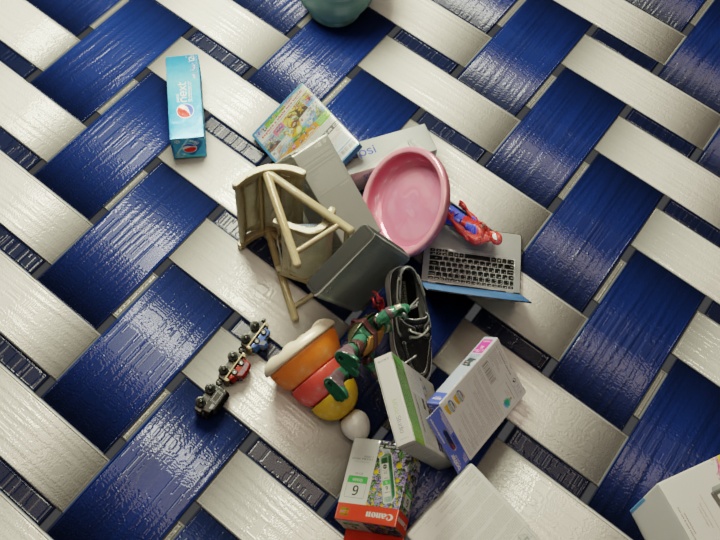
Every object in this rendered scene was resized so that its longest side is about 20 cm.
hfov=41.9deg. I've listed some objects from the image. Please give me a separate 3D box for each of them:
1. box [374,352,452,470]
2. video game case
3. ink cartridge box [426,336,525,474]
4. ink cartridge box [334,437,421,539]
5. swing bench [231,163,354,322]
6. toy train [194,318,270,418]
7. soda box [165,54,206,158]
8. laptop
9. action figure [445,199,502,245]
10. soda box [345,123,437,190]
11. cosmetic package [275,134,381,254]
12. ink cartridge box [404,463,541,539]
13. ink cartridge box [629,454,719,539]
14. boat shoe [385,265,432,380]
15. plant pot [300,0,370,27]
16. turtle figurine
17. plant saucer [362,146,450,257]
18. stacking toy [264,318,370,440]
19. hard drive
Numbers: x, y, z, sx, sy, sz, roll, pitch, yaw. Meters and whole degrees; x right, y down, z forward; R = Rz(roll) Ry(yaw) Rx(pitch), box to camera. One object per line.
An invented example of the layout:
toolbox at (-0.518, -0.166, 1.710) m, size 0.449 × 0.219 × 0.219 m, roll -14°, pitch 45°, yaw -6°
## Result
box at (0.087, 0.226, 1.484) m, size 0.036 × 0.200 × 0.147 m, roll -22°, pitch 62°, yaw 14°
video game case at (-0.104, -0.246, 1.780) m, size 0.143 × 0.018 × 0.200 m, roll -44°, pitch 61°, yaw 5°
ink cartridge box at (0.182, 0.218, 1.534) m, size 0.200 × 0.042 × 0.121 m, roll -44°, pitch 115°, yaw -31°
ink cartridge box at (0.022, 0.367, 1.460) m, size 0.107 × 0.051 × 0.203 m, roll 0°, pitch 57°, yaw 26°
swing bench at (-0.119, -0.060, 1.622) m, size 0.128 × 0.200 × 0.201 m, roll -31°, pitch 68°, yaw -20°
toy train at (-0.210, 0.164, 1.587) m, size 0.045 × 0.034 × 0.202 m, roll 30°, pitch 64°, yaw 9°
soda box at (-0.339, -0.320, 1.827) m, size 0.066 × 0.065 × 0.204 m, roll -6°, pitch 61°, yaw -6°
laptop at (0.205, -0.016, 1.668) m, size 0.183 × 0.117 × 0.204 m, roll 7°, pitch 61°, yaw 0°
action figure at (0.175, -0.098, 1.729) m, size 0.198 × 0.052 × 0.065 m, roll 32°, pitch 36°, yaw 20°
soda box at (0.044, -0.212, 1.793) m, size 0.196 × 0.064 × 0.069 m, roll -17°, pitch 62°, yaw -12°
cosmetic package at (-0.058, -0.130, 1.671) m, size 0.089 × 0.106 × 0.203 m, roll -31°, pitch 99°, yaw -21°
ink cartridge box at (0.186, 0.433, 1.469) m, size 0.160 × 0.047 × 0.200 m, roll -40°, pitch 82°, yaw -23°
ink cartridge box at (0.555, 0.380, 1.456) m, size 0.196 × 0.148 × 0.148 m, roll -19°, pitch 63°, yaw -15°
boat shoe at (0.089, 0.092, 1.590) m, size 0.070 × 0.068 × 0.205 m, roll -6°, pitch 86°, yaw -20°
plant pot at (-0.052, -0.598, 1.959) m, size 0.195 × 0.135 × 0.204 m, roll 2°, pitch 60°, yaw -3°
turtle figurine at (0.020, 0.119, 1.513) m, size 0.099 × 0.153 × 0.199 m, roll 21°, pitch 37°, yaw 26°
plant saucer at (0.088, -0.120, 1.702) m, size 0.050 × 0.199 × 0.204 m, roll 14°, pitch 48°, yaw -46°
stacking toy at (-0.053, 0.196, 1.550) m, size 0.145 × 0.146 × 0.202 m, roll -36°, pitch 88°, yaw -21°
hard drive at (0.000, 0.000, 1.573) m, size 0.140 × 0.200 × 0.033 m, roll -46°, pitch 70°, yaw 7°
